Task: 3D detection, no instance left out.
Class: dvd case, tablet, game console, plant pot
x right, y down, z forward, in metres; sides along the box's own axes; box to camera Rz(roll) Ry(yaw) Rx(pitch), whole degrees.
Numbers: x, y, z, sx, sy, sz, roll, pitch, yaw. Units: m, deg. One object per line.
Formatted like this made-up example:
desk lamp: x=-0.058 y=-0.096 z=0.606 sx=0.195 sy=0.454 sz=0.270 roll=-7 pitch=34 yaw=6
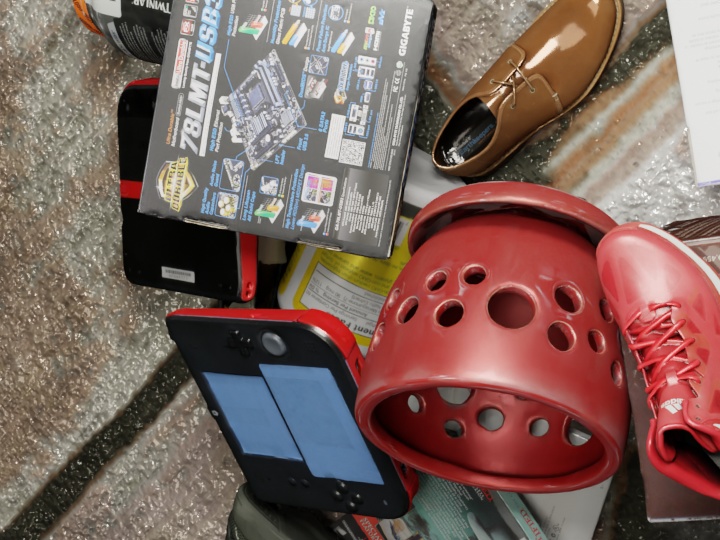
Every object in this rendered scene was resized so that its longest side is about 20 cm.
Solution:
dvd case: x=0.068 y=0.231 z=1.503 sx=0.146 sy=0.022 sz=0.200 roll=56 pitch=135 yaw=9
tablet: x=0.126 y=0.198 z=1.475 sx=0.130 sy=0.014 sz=0.201 roll=25 pitch=123 yaw=18
game console: x=-0.054 y=0.114 z=1.447 sx=0.176 sy=0.031 sz=0.201 roll=-1 pitch=125 yaw=35
plant pot: x=0.106 y=0.048 z=1.351 sx=0.199 sy=0.201 sz=0.183 roll=-5 pitch=58 yaw=27
game console: x=-0.142 y=-0.070 z=1.496 sx=0.200 sy=0.031 sz=0.178 roll=8 pitch=102 yaw=54

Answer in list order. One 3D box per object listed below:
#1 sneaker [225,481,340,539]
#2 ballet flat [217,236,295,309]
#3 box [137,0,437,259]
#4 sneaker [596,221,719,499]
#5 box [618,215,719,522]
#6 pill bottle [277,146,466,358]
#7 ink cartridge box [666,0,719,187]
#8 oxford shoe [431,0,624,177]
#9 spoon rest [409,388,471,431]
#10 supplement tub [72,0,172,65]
sneaker: x=-0.050 y=0.283 z=1.563 sx=0.199 sy=0.076 sz=0.115 roll=41 pitch=126 yaw=27
ballet flat: x=-0.086 y=-0.013 z=1.509 sx=0.068 sy=0.069 sz=0.201 roll=6 pitch=129 yaw=1
box: x=-0.055 y=-0.123 z=1.377 sx=0.197 sy=0.050 sz=0.201 roll=10 pitch=94 yaw=5
sneaker: x=0.211 y=0.060 z=1.196 sx=0.078 sy=0.115 sz=0.200 roll=-40 pitch=80 yaw=26
box: x=0.291 y=0.062 z=1.315 sx=0.163 sy=0.166 sz=0.201 roll=-7 pitch=95 yaw=26
pill bottle: x=0.000 y=0.000 z=1.480 sx=0.114 sy=0.114 sz=0.201 roll=33 pitch=111 yaw=18
ink cartridge box: x=0.325 y=-0.175 z=1.328 sx=0.197 sy=0.043 sz=0.201 roll=-8 pitch=93 yaw=27
oxford shoe: x=0.130 y=-0.145 z=1.417 sx=0.071 sy=0.071 sz=0.200 roll=46 pitch=113 yaw=14
spoon rest: x=0.063 y=0.109 z=1.502 sx=0.199 sy=0.061 sz=0.100 roll=-21 pitch=105 yaw=16
supplement tub: x=-0.135 y=-0.225 z=1.497 sx=0.199 sy=0.122 sz=0.123 roll=16 pitch=105 yaw=32
